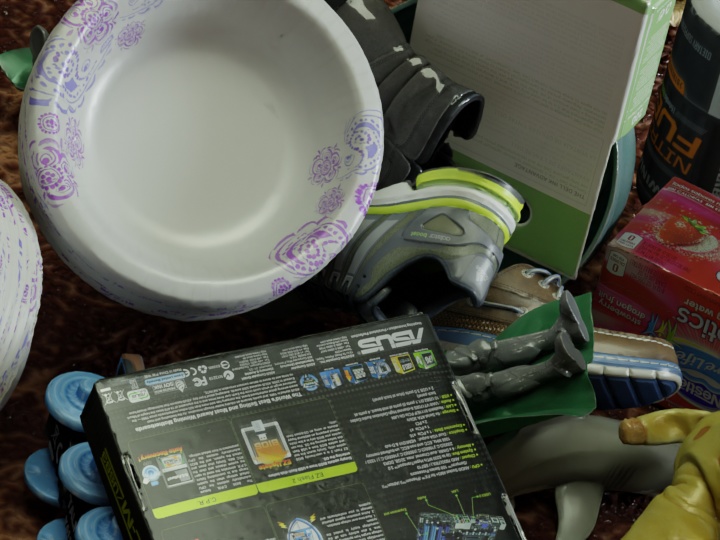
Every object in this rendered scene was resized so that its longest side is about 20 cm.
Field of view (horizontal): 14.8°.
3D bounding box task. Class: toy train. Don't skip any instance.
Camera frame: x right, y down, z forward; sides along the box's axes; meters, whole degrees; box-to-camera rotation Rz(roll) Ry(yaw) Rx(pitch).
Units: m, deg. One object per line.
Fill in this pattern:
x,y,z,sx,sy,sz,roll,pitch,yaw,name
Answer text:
-0.114,0.131,1.500,0.114,0.087,0.200,5,38,-21,toy train

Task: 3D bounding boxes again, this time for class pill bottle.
0.237,-0.085,1.762,0.106,0.200,0.106,8,36,-6,pill bottle

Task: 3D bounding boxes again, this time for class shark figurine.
0.097,0.107,1.581,0.214,0.090,0.128,-21,47,-37,shark figurine

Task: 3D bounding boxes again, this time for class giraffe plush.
0.246,0.109,1.514,0.172,0.162,0.200,21,42,-20,giraffe plush

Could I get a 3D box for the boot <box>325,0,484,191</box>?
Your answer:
-0.016,-0.077,1.670,0.070,0.200,0.132,-31,76,-40,boot

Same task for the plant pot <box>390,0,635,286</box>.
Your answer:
0.090,-0.078,1.745,0.200,0.200,0.134,27,17,20,plant pot

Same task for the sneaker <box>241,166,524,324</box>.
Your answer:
0.000,0.000,1.620,0.200,0.074,0.081,-18,43,35,sneaker

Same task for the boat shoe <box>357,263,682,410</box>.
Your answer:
0.094,0.034,1.641,0.200,0.072,0.072,6,68,11,boat shoe

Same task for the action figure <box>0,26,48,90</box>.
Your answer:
-0.127,-0.143,1.839,0.118,0.055,0.200,28,25,36,action figure

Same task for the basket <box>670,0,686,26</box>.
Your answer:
0.153,-0.251,1.965,0.200,0.143,0.149,-5,17,-20,basket

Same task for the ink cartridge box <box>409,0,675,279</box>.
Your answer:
0.097,-0.111,1.640,0.145,0.200,0.048,27,41,20,ink cartridge box

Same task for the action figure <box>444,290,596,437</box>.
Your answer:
0.034,0.071,1.569,0.200,0.055,0.118,-22,25,19,action figure

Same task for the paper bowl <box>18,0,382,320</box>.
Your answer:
-0.094,-0.072,1.575,0.200,0.104,0.201,2,80,-13,paper bowl

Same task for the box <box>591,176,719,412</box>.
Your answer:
0.245,0.041,1.688,0.200,0.100,0.095,27,40,19,box

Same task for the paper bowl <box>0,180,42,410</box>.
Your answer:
-0.261,0.028,1.525,0.104,0.201,0.201,37,12,-49,paper bowl

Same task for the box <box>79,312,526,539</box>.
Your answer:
-0.022,0.128,1.433,0.200,0.048,0.193,-12,66,-25,box
